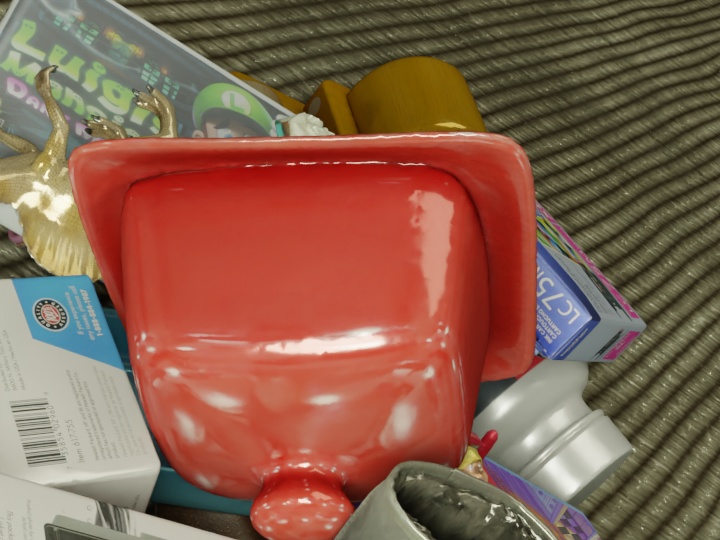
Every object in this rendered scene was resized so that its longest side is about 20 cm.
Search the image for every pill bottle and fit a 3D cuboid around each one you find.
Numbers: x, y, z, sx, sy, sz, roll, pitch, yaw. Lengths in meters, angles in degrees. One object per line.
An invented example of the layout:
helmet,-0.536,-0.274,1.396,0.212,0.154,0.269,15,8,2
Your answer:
pill bottle,0.071,0.063,1.002,0.200,0.120,0.119,49,29,15

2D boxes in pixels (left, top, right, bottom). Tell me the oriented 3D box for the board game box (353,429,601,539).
board game box,0.053,0.118,0.780,0.198,0.039,0.158,30,30,-2

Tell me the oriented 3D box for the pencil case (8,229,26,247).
pencil case,-0.105,-0.015,0.929,0.198,0.087,0.083,26,38,-22

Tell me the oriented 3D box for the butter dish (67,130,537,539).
butter dish,-0.022,0.046,0.696,0.196,0.201,0.149,0,58,6

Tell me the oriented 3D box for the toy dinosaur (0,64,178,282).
toy dinosaur,-0.125,-0.037,0.800,0.198,0.058,0.102,17,61,-19

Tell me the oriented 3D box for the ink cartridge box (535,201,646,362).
ink cartridge box,0.099,-0.002,0.940,0.120,0.042,0.200,50,15,16

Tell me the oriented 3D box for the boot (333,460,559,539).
boot,0.032,0.184,0.693,0.181,0.200,0.073,30,28,-19

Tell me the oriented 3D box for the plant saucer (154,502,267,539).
plant saucer,-0.016,0.149,0.861,0.199,0.037,0.201,32,29,-19

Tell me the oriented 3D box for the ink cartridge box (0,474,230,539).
ink cartridge box,-0.115,0.152,0.627,0.198,0.116,0.068,23,33,-32

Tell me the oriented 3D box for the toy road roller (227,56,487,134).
toy road roller,-0.005,-0.082,1.087,0.198,0.146,0.124,21,33,-33

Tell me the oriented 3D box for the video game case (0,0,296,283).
video game case,-0.118,-0.064,0.874,0.199,0.023,0.183,31,41,-16

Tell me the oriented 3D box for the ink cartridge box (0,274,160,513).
ink cartridge box,-0.198,0.070,0.677,0.198,0.068,0.117,-3,47,-30

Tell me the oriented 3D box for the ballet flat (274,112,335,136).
ballet flat,0.000,0.000,0.883,0.071,0.202,0.072,-8,28,4

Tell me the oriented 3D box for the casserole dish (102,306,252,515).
casserole dish,-0.093,0.075,0.819,0.197,0.039,0.122,10,33,-16
